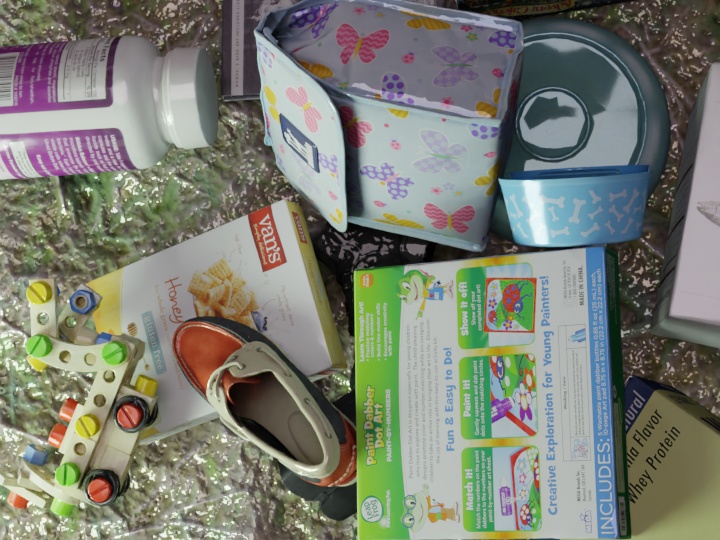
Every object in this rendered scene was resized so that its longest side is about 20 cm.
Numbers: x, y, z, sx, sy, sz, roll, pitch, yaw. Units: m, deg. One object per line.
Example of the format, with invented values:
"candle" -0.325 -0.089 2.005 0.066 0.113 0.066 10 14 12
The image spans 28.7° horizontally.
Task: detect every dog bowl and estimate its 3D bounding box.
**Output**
"dog bowl" 0.164 -0.050 1.058 0.110 0.200 0.050 -3 96 11

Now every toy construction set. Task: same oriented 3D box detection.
"toy construction set" -0.233 0.116 1.126 0.130 0.092 0.202 23 107 4

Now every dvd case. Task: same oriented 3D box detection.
"dvd case" -0.024 -0.226 1.227 0.197 0.016 0.151 -2 78 8

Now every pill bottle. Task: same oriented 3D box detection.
"pill bottle" -0.225 -0.139 1.191 0.197 0.112 0.114 -3 79 7

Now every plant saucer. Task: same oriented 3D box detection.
"plant saucer" 0.161 -0.120 1.179 0.197 0.027 0.203 -1 79 7

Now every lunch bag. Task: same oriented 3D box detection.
"lunch bag" 0.017 -0.114 1.086 0.197 0.170 0.128 14 58 8

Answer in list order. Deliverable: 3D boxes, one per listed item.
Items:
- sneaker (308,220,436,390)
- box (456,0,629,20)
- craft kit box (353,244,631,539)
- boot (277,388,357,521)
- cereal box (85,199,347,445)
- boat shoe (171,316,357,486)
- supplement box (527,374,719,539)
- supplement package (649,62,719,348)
"sneaker" 0.000 -0.001 1.164 0.103 0.060 0.202 18 78 10
"box" 0.173 -0.255 1.146 0.197 0.137 0.038 -9 76 6
"craft kit box" 0.090 0.092 1.004 0.195 0.048 0.203 -4 80 23
"boot" 0.054 0.138 1.116 0.200 0.066 0.165 -40 115 11
"cereal box" -0.121 0.044 1.156 0.198 0.039 0.146 -22 76 18
"boat shoe" -0.079 0.096 1.073 0.199 0.062 0.072 37 98 28
"supplement box" 0.239 0.216 1.011 0.199 0.134 0.201 34 97 26
"supplement package" 0.305 -0.042 1.098 0.115 0.117 0.203 10 81 7
